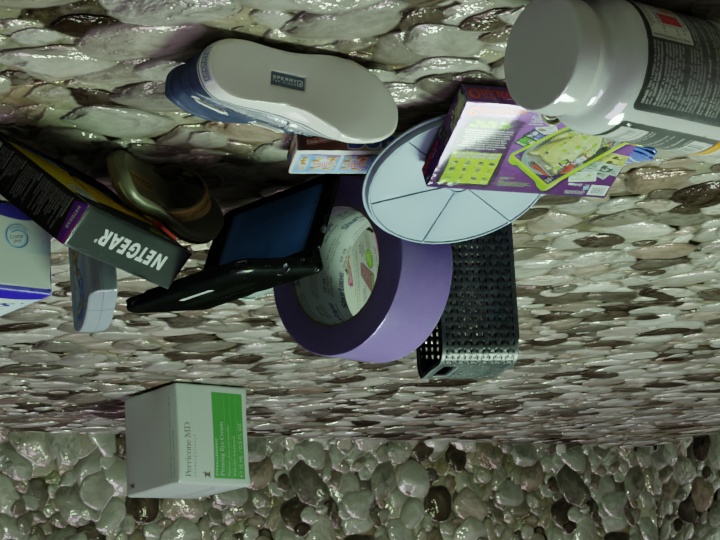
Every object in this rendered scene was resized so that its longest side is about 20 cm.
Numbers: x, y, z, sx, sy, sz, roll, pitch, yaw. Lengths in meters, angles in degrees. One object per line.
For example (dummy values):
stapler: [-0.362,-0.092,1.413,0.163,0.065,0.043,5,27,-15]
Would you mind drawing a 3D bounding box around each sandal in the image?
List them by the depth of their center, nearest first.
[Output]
sandal: [-0.193,-0.083,1.638,0.054,0.080,0.200,-30,154,16]

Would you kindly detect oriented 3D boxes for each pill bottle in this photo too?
pill bottle: [0.224,-0.163,1.280,0.200,0.117,0.116,7,163,-33]

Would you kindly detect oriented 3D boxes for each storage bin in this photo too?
storage bin: [0.121,0.021,1.829,0.094,0.200,0.135,-1,166,-11]

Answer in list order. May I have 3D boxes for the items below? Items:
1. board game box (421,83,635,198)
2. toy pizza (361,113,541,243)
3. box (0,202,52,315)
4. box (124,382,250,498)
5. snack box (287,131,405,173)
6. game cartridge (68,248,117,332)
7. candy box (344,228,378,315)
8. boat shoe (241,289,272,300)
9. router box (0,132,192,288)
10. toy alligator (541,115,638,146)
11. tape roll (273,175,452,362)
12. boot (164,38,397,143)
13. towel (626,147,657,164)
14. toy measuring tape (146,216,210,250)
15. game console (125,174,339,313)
board game box: [0.171,-0.124,1.515,0.200,0.032,0.120,3,143,-21]
toy pizza: [0.098,-0.099,1.575,0.200,0.032,0.200,-9,144,-7]
box: [-0.480,-0.010,1.783,0.184,0.105,0.200,7,162,-39]
box: [-0.338,0.333,3.021,0.171,0.199,0.200,8,161,-37]
snack box: [0.028,-0.121,1.600,0.200,0.024,0.072,-1,166,-10]
game cartridge: [-0.311,0.000,1.801,0.041,0.133,0.200,1,165,-15]
candy box: [-0.010,0.017,1.923,0.061,0.137,0.200,-10,164,22]
boat shoe: [-0.122,-0.004,1.851,0.071,0.070,0.201,-31,179,13]
router box: [-0.278,-0.059,1.560,0.149,0.051,0.200,36,-177,26]
toy alligator: [0.254,-0.154,1.462,0.200,0.059,0.054,1,-154,-18]
tape roll: [0.000,0.000,1.722,0.200,0.200,0.085,-16,161,42]
boot: [-0.069,-0.155,1.375,0.200,0.073,0.090,16,165,-32]
towel: [0.201,-0.114,1.667,0.145,0.024,0.200,8,163,-36]
toy measuring tape: [-0.235,-0.026,1.840,0.073,0.074,0.200,-8,165,22]
game console: [-0.139,-0.031,1.680,0.200,0.117,0.176,-19,169,42]
